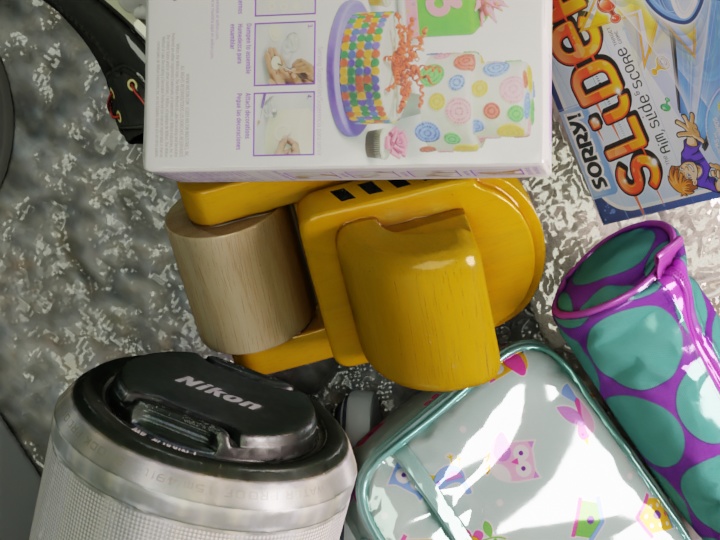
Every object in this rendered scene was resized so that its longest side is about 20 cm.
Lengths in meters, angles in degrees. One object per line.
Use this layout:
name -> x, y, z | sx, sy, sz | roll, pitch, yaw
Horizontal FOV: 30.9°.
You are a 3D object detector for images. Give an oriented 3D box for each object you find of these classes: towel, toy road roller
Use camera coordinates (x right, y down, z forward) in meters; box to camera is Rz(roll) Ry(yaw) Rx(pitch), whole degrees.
towel -> 0.134, -0.061, 0.760 | 0.132, 0.034, 0.201 | -24, 90, 10
toy road roller -> 0.000, 0.000, 0.703 | 0.199, 0.146, 0.123 | -14, 120, 0

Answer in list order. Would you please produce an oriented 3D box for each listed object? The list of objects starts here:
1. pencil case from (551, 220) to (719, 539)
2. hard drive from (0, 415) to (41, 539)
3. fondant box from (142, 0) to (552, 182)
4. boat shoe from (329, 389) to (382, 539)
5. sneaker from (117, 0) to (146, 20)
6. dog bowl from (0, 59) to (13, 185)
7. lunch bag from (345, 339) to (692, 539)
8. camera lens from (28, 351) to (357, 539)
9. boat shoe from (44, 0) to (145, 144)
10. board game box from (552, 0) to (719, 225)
pencil case -> 0.186, 0.073, 0.715 | 0.085, 0.092, 0.200 | -42, 104, -25
hard drive -> -0.242, 0.125, 0.791 | 0.027, 0.132, 0.200 | -33, 89, 11
fondant box -> -0.005, -0.119, 0.649 | 0.199, 0.058, 0.145 | 0, 87, 12
boat shoe -> -0.036, 0.169, 0.790 | 0.090, 0.071, 0.201 | 5, 97, 8
sneaker -> -0.097, -0.177, 0.745 | 0.199, 0.077, 0.081 | 29, 106, -24
dog bowl -> -0.324, -0.097, 0.824 | 0.199, 0.059, 0.201 | 1, 96, 10
lunch bag -> 0.088, 0.153, 0.730 | 0.160, 0.077, 0.200 | -36, 94, -20
camera lens -> -0.096, 0.155, 0.693 | 0.159, 0.160, 0.201 | 17, 105, 8
boat shoe -> -0.123, -0.103, 0.780 | 0.063, 0.074, 0.201 | -44, 91, 2
board game box -> 0.149, -0.132, 0.668 | 0.135, 0.034, 0.201 | -15, 102, 47
